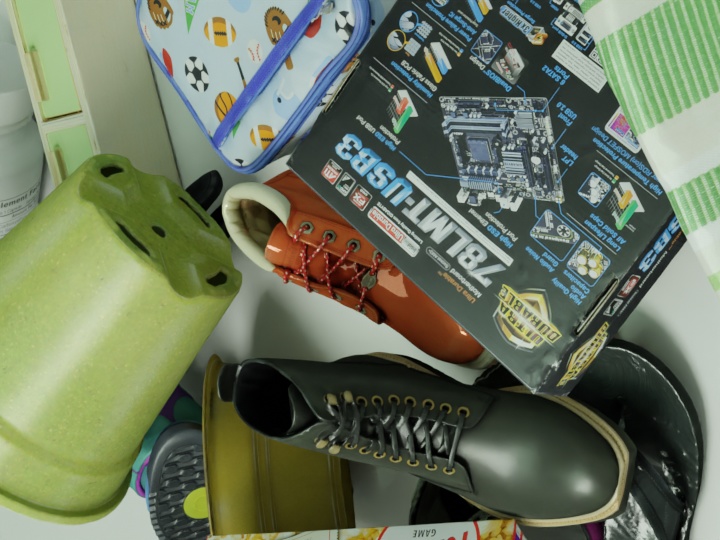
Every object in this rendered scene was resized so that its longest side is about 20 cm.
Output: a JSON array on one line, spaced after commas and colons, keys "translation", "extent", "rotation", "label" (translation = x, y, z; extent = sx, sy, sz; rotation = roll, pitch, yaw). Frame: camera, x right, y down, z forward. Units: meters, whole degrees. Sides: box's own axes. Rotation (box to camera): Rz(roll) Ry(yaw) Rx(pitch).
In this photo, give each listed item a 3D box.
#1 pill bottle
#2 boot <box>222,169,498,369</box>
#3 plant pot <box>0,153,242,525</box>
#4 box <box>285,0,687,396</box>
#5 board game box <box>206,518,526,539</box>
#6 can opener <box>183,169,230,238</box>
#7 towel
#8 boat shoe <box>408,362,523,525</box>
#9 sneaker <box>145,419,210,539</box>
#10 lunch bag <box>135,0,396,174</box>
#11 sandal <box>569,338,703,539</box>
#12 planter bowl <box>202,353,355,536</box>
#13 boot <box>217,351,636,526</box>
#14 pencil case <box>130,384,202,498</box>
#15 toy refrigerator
[{"translation": [-0.314, -0.080, 1.283], "extent": [0.114, 0.114, 0.201], "rotation": [40, 132, 30], "label": "pill bottle"}, {"translation": [0.000, 0.000, 0.950], "extent": [0.200, 0.107, 0.076], "rotation": [38, 122, 39], "label": "boot"}, {"translation": [-0.182, 0.032, 1.055], "extent": [0.184, 0.200, 0.201], "rotation": [-47, 68, 21], "label": "plant pot"}, {"translation": [0.087, -0.074, 0.821], "extent": [0.200, 0.050, 0.199], "rotation": [42, 106, 28], "label": "box"}, {"translation": [0.023, 0.208, 0.942], "extent": [0.198, 0.047, 0.152], "rotation": [-8, 138, 27], "label": "board game box"}, {"translation": [-0.137, -0.012, 1.159], "extent": [0.200, 0.063, 0.079], "rotation": [-38, 50, 39], "label": "can opener"}, {"translation": [0.202, -0.076, 0.722], "extent": [0.152, 0.023, 0.201], "rotation": [-29, 83, 18], "label": "towel"}, {"translation": [0.085, 0.100, 0.945], "extent": [0.071, 0.063, 0.201], "rotation": [46, 134, 26], "label": "boat shoe"}, {"translation": [-0.120, 0.171, 1.173], "extent": [0.079, 0.065, 0.201], "rotation": [-112, 7, -48], "label": "sneaker"}, {"translation": [-0.051, -0.162, 0.986], "extent": [0.161, 0.075, 0.200], "rotation": [57, 140, 11], "label": "lunch bag"}, {"translation": [0.151, 0.136, 0.886], "extent": [0.075, 0.048, 0.202], "rotation": [4, 113, 27], "label": "sandal"}, {"translation": [-0.048, 0.152, 1.071], "extent": [0.200, 0.083, 0.202], "rotation": [-8, -90, -88], "label": "planter bowl"}, {"translation": [0.032, 0.091, 0.853], "extent": [0.199, 0.138, 0.078], "rotation": [10, 91, 39], "label": "boot"}, {"translation": [-0.190, 0.088, 1.235], "extent": [0.085, 0.092, 0.200], "rotation": [-50, 61, 8], "label": "pencil case"}, {"translation": [-0.200, -0.137, 1.165], "extent": [0.076, 0.070, 0.202], "rotation": [-4, 103, 49], "label": "toy refrigerator"}]
